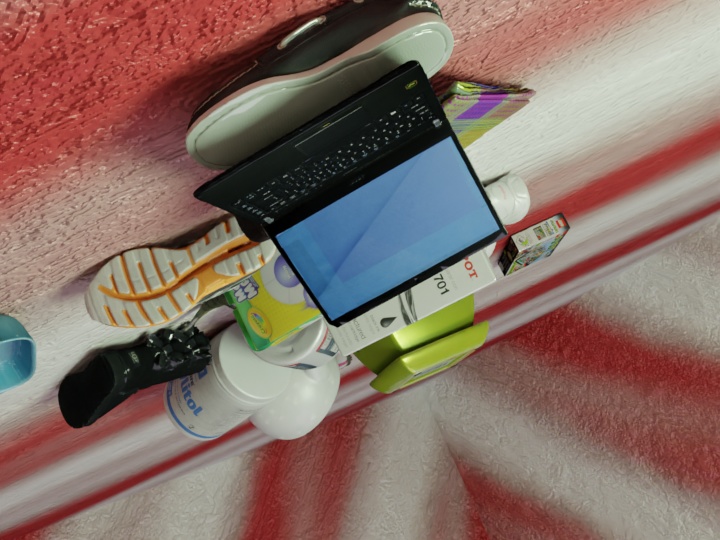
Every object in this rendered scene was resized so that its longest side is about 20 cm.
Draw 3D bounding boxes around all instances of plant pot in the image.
[{"bbox_3d":[0.084,0.085,1.370,0.199,0.183,0.199,-20,165,-24],"label":"plant pot"}]

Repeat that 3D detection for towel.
[{"bbox_3d":[0.082,-0.138,0.811,0.143,0.023,0.200,-33,172,33],"label":"towel"}]

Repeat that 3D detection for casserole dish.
[{"bbox_3d":[-0.401,0.095,0.856,0.120,0.039,0.200,-18,164,-27],"label":"casserole dish"}]

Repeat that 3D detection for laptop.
[{"bbox_3d":[0.005,-0.043,0.628,0.176,0.104,0.200,-29,169,9],"label":"laptop"}]

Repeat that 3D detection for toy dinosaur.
[{"bbox_3d":[-0.151,0.033,1.051,0.088,0.048,0.200,5,151,-36],"label":"toy dinosaur"}]

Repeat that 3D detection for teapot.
[{"bbox_3d":[-0.145,0.183,1.421,0.146,0.197,0.200,38,91,-34],"label":"teapot"}]

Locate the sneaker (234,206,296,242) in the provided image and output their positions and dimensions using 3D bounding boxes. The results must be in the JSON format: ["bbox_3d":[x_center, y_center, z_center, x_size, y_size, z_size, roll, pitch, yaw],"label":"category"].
[{"bbox_3d":[-0.032,-0.095,0.719,0.115,0.076,0.200,-19,165,-36],"label":"sneaker"}]

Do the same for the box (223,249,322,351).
[{"bbox_3d":[-0.075,0.003,0.912,0.199,0.118,0.048,-32,171,26],"label":"box"}]

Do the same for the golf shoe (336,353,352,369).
[{"bbox_3d":[-0.073,0.175,1.663,0.091,0.073,0.200,-18,165,-19],"label":"golf shoe"}]

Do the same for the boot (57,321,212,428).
[{"bbox_3d":[-0.309,0.144,1.146,0.162,0.074,0.198,-15,163,-47],"label":"boot"}]

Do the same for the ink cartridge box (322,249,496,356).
[{"bbox_3d":[0.039,-0.012,0.967,0.199,0.147,0.086,-27,-178,10],"label":"ink cartridge box"}]

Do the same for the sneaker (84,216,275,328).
[{"bbox_3d":[-0.180,0.008,0.847,0.199,0.079,0.077,-20,175,-15],"label":"sneaker"}]

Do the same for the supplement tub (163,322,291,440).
[{"bbox_3d":[-0.211,0.175,1.293,0.131,0.133,0.200,-11,160,-44],"label":"supplement tub"}]

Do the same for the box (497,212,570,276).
[{"bbox_3d":[0.336,-0.047,1.625,0.109,0.035,0.200,-24,166,-3],"label":"box"}]

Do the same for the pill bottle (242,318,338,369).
[{"bbox_3d":[-0.086,0.081,1.187,0.119,0.120,0.200,-26,167,5],"label":"pill bottle"}]

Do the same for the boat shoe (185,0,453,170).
[{"bbox_3d":[-0.034,-0.136,0.584,0.199,0.061,0.076,-23,147,-1],"label":"boat shoe"}]

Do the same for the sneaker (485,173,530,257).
[{"bbox_3d":[0.152,-0.066,1.180,0.099,0.078,0.200,-10,152,-27],"label":"sneaker"}]
